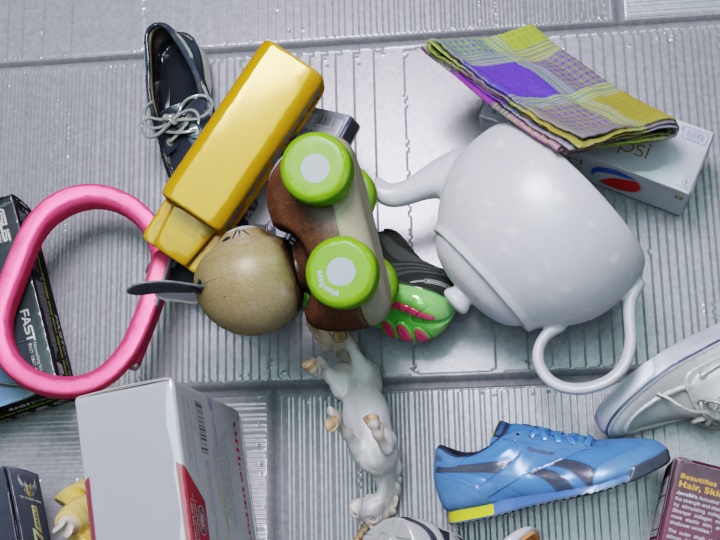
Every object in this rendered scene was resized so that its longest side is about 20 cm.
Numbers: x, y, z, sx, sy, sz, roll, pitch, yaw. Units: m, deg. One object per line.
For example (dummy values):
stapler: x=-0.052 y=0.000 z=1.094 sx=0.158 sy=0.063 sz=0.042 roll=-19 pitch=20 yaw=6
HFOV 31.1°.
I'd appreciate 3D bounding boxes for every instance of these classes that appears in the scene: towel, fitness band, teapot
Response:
towel: x=0.162 y=-0.157 z=1.101 sx=0.144 sy=0.023 sz=0.200 roll=-13 pitch=41 yaw=-35
fitness band: x=-0.249 y=0.018 z=1.155 sx=0.144 sy=0.037 sz=0.200 roll=16 pitch=71 yaw=4
teapot: x=0.135 y=-0.016 z=1.097 sx=0.146 sy=0.197 sz=0.200 roll=-44 pitch=31 yaw=0

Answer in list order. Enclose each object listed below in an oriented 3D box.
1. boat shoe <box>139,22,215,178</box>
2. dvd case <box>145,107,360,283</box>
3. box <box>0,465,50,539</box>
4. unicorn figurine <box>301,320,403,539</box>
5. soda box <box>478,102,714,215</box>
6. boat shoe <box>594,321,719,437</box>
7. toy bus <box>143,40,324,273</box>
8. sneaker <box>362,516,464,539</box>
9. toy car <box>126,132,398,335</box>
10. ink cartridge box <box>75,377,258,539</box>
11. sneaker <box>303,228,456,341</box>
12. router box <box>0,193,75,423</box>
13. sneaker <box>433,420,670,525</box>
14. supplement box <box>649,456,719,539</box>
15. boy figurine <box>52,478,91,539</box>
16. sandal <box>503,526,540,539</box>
boat shoe: x=-0.164 y=-0.143 z=1.204 sx=0.075 sy=0.062 sz=0.200 roll=-18 pitch=64 yaw=19
dvd case: x=-0.100 y=-0.064 z=1.178 sx=0.150 sy=0.025 sz=0.200 roll=19 pitch=77 yaw=43
box: x=-0.356 y=0.279 z=1.113 sx=0.200 sy=0.051 sz=0.158 roll=-25 pitch=63 yaw=14
unicorn figurine: x=0.000 y=0.136 z=1.113 sx=0.074 sy=0.137 sz=0.200 roll=-7 pitch=61 yaw=15
soda box: x=0.211 y=-0.121 z=1.169 sx=0.200 sy=0.068 sz=0.064 roll=23 pitch=79 yaw=12
boat shoe: x=0.303 y=0.103 z=1.099 sx=0.202 sy=0.075 sz=0.086 roll=-27 pitch=58 yaw=-7
toy bus: x=-0.110 y=-0.095 z=1.118 sx=0.065 sy=0.078 sz=0.200 roll=34 pitch=87 yaw=1
sneaker: x=0.022 y=0.268 z=1.096 sx=0.199 sy=0.130 sz=0.080 roll=-41 pitch=49 yaw=32
toy car: x=-0.083 y=-0.012 z=1.044 sx=0.200 sy=0.164 sz=0.158 roll=-15 pitch=83 yaw=6
ink cartridge box: x=-0.155 y=0.180 z=1.072 sx=0.083 sy=0.200 sz=0.146 roll=-12 pitch=75 yaw=6
sneaker: x=0.000 y=0.000 z=1.173 sx=0.200 sy=0.077 sz=0.084 roll=25 pitch=46 yaw=18
router box: x=-0.361 y=0.047 z=1.198 sx=0.150 sy=0.062 sz=0.200 roll=-18 pitch=75 yaw=1
sneaker: x=0.157 y=0.158 z=1.095 sx=0.200 sy=0.066 sz=0.078 roll=-15 pitch=80 yaw=15
supplement box: x=0.286 y=0.265 z=1.057 sx=0.110 sy=0.086 sz=0.200 roll=13 pitch=79 yaw=10
boy figurine: x=-0.222 y=0.238 z=1.090 sx=0.064 sy=0.124 sz=0.200 roll=-31 pitch=39 yaw=2
sandal: x=0.110 y=0.312 z=1.069 sx=0.059 sy=0.079 sz=0.207 roll=28 pitch=89 yaw=33
